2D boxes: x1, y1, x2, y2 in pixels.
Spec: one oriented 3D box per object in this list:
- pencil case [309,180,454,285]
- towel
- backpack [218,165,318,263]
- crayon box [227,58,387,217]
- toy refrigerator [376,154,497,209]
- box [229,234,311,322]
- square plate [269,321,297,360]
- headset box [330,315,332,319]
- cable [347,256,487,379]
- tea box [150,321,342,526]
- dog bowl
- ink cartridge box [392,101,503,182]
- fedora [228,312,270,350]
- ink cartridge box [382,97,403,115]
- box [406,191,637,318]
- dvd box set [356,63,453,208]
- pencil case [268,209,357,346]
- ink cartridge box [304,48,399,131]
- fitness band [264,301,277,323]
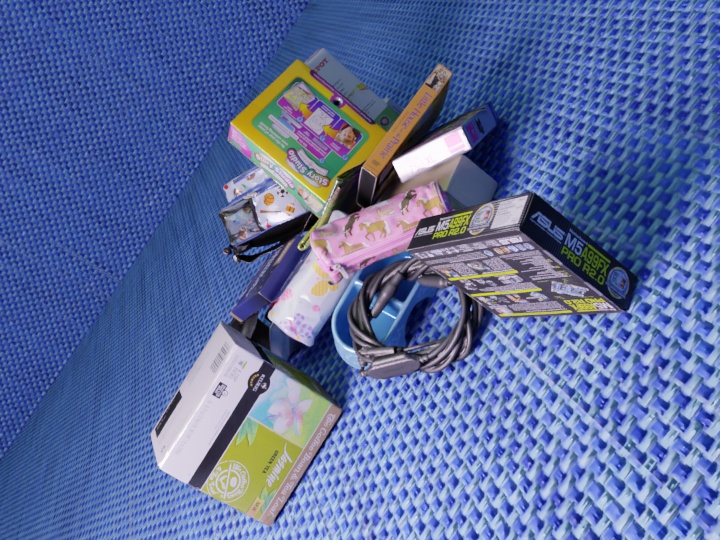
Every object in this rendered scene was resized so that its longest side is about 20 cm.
[{"bbox_3d":[0.033,-0.051,1.105,0.197,0.083,0.088,-22,70,5],"label":"pencil case"},{"bbox_3d":[-0.020,-0.114,1.275,0.200,0.023,0.145,-43,-13,-54],"label":"towel"},{"bbox_3d":[-0.137,-0.118,1.464,0.188,0.157,0.199,-15,5,28],"label":"backpack"},{"bbox_3d":[-0.081,-0.211,1.313,0.173,0.199,0.058,-49,-4,-25],"label":"crayon box"},{"bbox_3d":[0.107,-0.105,1.228,0.199,0.075,0.071,-8,52,60],"label":"toy refrigerator"},{"bbox_3d":[-0.145,0.011,1.348,0.122,0.032,0.199,-59,15,-26],"label":"box"},{"bbox_3d":[-0.101,0.053,1.403,0.199,0.028,0.202,97,-164,-65],"label":"square plate"},{"bbox_3d":[0.000,0.000,1.304,0.199,0.077,0.151,-11,50,61],"label":"headset box"},{"bbox_3d":[0.074,0.053,1.056,0.197,0.051,0.166,-20,51,29],"label":"cable"},{"bbox_3d":[-0.168,0.221,1.199,0.202,0.195,0.133,-58,22,-2],"label":"tea box"},{"bbox_3d":[0.032,0.039,1.142,0.110,0.050,0.202,26,79,25],"label":"dog bowl"},{"bbox_3d":[0.132,-0.194,1.205,0.118,0.042,0.200,-23,9,30],"label":"ink cartridge box"},{"bbox_3d":[-0.202,0.150,1.488,0.202,0.091,0.202,-55,16,23],"label":"fedora"},{"bbox_3d":[0.004,-0.216,1.564,0.202,0.084,0.146,-60,24,-7],"label":"ink cartridge box"},{"bbox_3d":[0.165,-0.008,0.878,0.199,0.159,0.045,-10,51,61],"label":"box"},{"bbox_3d":[0.064,-0.194,1.229,0.201,0.029,0.147,-54,-6,-15],"label":"dvd box set"},{"bbox_3d":[-0.053,0.010,1.199,0.202,0.082,0.091,-57,5,-1],"label":"pencil case"},{"bbox_3d":[-0.044,-0.259,1.423,0.145,0.199,0.084,-49,-1,-27],"label":"ink cartridge box"},{"bbox_3d":[-0.120,0.007,1.539,0.202,0.037,0.144,-61,6,-13],"label":"fitness band"}]
